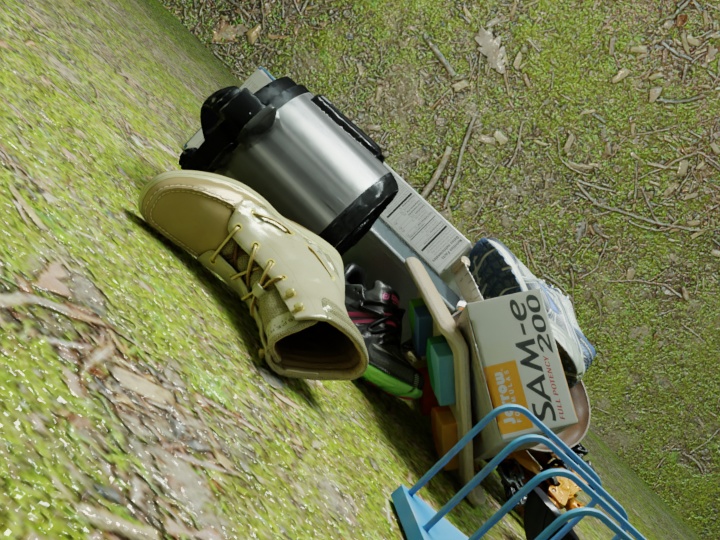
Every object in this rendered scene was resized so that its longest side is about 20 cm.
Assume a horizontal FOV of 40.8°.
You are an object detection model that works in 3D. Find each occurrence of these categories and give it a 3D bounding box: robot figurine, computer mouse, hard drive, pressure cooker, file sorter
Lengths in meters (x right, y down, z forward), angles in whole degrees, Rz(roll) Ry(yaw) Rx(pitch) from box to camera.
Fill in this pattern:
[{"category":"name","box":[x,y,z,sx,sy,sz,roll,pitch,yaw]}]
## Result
[{"category":"robot figurine","box":[0.180,0.203,1.106,0.145,0.058,0.200,-22,65,-43]},{"category":"computer mouse","box":[0.218,0.308,0.931,0.200,0.046,0.140,55,-2,-21]},{"category":"hard drive","box":[0.000,0.000,1.115,0.200,0.139,0.033,43,45,-11]},{"category":"pressure cooker","box":[-0.083,-0.092,0.957,0.200,0.176,0.179,44,32,3]},{"category":"file sorter","box":[0.128,0.204,0.657,0.139,0.123,0.200,42,8,-21]}]

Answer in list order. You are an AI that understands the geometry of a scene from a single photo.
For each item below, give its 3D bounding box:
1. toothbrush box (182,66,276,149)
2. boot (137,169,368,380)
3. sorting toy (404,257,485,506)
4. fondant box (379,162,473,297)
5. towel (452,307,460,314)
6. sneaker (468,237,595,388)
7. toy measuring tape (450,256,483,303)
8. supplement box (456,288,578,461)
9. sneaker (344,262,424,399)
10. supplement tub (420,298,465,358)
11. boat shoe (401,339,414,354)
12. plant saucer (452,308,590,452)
[{"category":"toothbrush box","box":[-0.123,-0.166,1.300,0.085,0.146,0.200,47,6,16]},{"category":"boot","box":[-0.086,0.006,0.785,0.200,0.073,0.156,30,22,-29]},{"category":"sorting toy","box":[0.077,0.108,0.973,0.185,0.036,0.201,-113,-169,-65]},{"category":"fondant box","box":[0.060,-0.060,1.229,0.200,0.058,0.144,46,-2,20]},{"category":"towel","box":[0.121,0.087,1.259,0.200,0.035,0.193,49,-7,4]},{"category":"sneaker","box":[0.201,0.045,1.134,0.085,0.077,0.200,-20,73,-46]},{"category":"toy measuring tape","box":[0.169,0.071,1.078,0.074,0.073,0.200,34,27,-60]},{"category":"supplement box","box":[0.137,0.107,0.929,0.200,0.073,0.127,94,-17,-74]},{"category":"sneaker","box":[0.010,0.057,1.007,0.077,0.084,0.200,37,10,-45]},{"category":"supplement tub","box":[0.129,0.077,1.464,0.123,0.123,0.200,43,7,-15]},{"category":"boat shoe","box":[0.009,0.026,1.212,0.200,0.060,0.074,46,40,-12]},{"category":"plant saucer","box":[0.171,0.127,1.105,0.200,0.032,0.201,19,42,-18]}]
